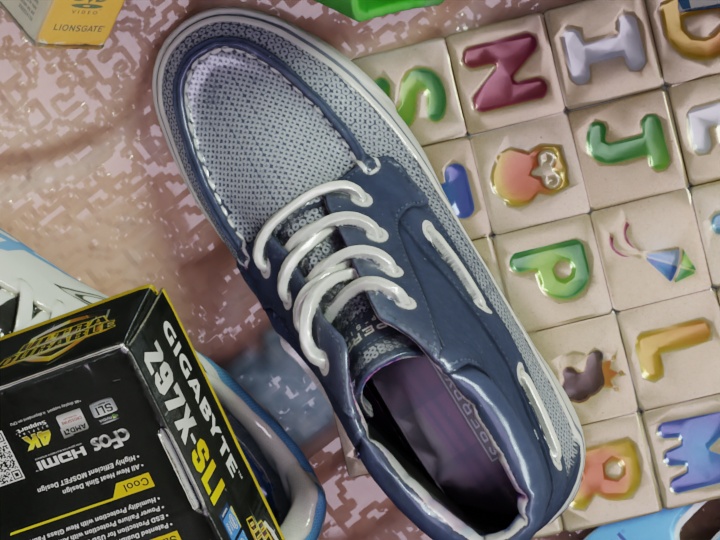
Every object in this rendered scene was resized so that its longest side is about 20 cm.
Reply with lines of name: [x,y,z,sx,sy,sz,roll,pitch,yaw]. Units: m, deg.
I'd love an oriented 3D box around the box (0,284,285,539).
box: [-0.121,0.111,0.923,0.199,0.049,0.160,-20,110,17]

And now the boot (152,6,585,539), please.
boot: [0.000,0.000,0.924,0.073,0.090,0.200,-40,87,10]

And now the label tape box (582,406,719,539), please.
label tape box: [0.178,0.127,0.983,0.143,0.066,0.200,-45,83,6]

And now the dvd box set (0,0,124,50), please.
dvd box set: [-0.082,-0.187,0.857,0.029,0.146,0.201,-1,128,-43]

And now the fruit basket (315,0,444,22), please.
fruit basket: [0.042,-0.175,0.892,0.214,0.155,0.217,2,98,14]

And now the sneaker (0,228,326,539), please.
sneaker: [-0.094,0.033,0.945,0.199,0.072,0.072,34,65,-13]

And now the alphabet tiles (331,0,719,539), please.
alphabet tiles: [0.079,-0.003,0.960,0.199,0.006,0.168,-13,91,11]

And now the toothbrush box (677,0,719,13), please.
toothbrush box: [0.170,-0.173,0.870,0.199,0.085,0.147,-22,104,-40]
